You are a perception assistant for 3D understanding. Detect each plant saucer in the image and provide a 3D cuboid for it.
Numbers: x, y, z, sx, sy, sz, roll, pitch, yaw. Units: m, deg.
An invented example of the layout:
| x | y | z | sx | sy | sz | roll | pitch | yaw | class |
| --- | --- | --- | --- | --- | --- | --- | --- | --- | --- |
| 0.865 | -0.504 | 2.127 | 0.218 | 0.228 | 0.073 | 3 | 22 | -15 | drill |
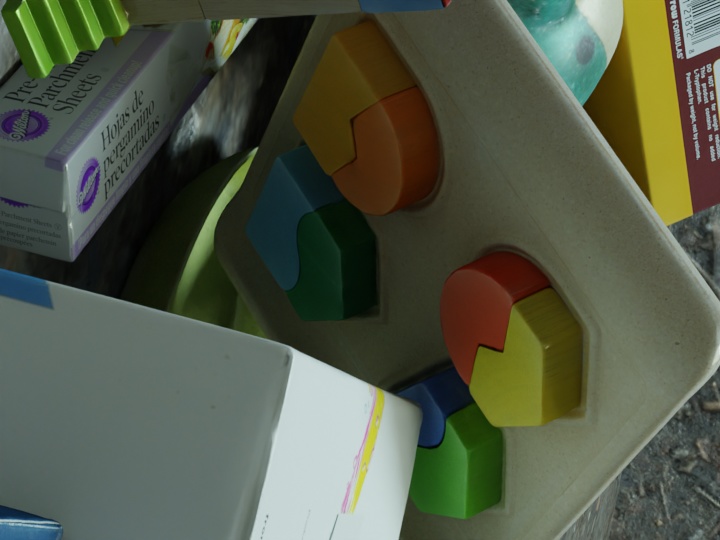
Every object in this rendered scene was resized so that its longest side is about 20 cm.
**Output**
| x | y | z | sx | sy | sz | roll | pitch | yaw | class |
| --- | --- | --- | --- | --- | --- | --- | --- | --- | --- |
| -0.070 | 0.042 | 0.885 | 0.200 | 0.031 | 0.201 | 13 | 90 | -78 | plant saucer |

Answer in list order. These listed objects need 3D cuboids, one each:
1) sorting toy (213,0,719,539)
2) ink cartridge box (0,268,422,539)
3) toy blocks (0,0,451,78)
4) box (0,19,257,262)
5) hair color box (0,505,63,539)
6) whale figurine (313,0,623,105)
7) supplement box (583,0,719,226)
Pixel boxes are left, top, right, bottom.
| x | y | z | sx | sy | sz | roll | pitch | yaw | class |
| --- | --- | --- | --- | --- | --- | --- | --- | --- | --- |
| 0.021 | 0.005 | 0.717 | 0.036 | 0.186 | 0.200 | -21 | 159 | -33 | sorting toy |
| -0.080 | 0.084 | 0.635 | 0.200 | 0.146 | 0.145 | 35 | 69 | -76 | ink cartridge box |
| -0.015 | -0.142 | 0.657 | 0.201 | 0.136 | 0.100 | -69 | 150 | -44 | toy blocks |
| -0.075 | -0.076 | 0.728 | 0.200 | 0.041 | 0.039 | -59 | 157 | -50 | box |
| -0.150 | 0.144 | 0.506 | 0.061 | 0.099 | 0.201 | 32 | 72 | -75 | hair color box |
| 0.016 | -0.116 | 0.843 | 0.200 | 0.159 | 0.104 | 40 | 73 | -46 | whale figurine |
| 0.177 | -0.163 | 0.956 | 0.133 | 0.199 | 0.198 | -127 | -162 | -51 | supplement box |
